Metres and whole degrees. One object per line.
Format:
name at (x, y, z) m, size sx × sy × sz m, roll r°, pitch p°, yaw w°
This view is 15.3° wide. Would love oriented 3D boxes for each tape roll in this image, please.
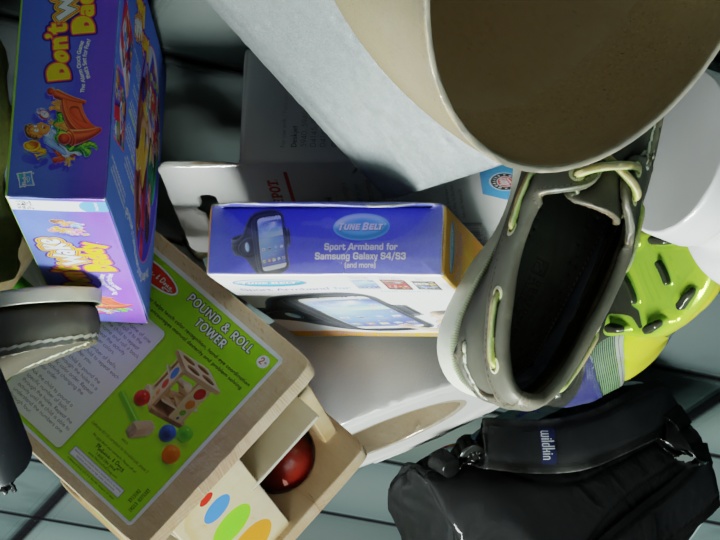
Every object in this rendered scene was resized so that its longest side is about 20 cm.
tape roll at (0.001, 0.065, 1.552) m, size 0.201 × 0.071 × 0.202 m, roll -21°, pitch 169°, yaw -4°

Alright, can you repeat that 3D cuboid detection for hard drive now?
hard drive at (0.007, -0.122, 1.194) m, size 0.139 × 0.033 × 0.200 m, roll -16°, pitch 129°, yaw 39°

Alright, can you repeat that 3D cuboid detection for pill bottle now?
pill bottle at (0.236, -0.034, 1.346) m, size 0.199 × 0.114 × 0.113 m, roll 17°, pitch 153°, yaw -28°

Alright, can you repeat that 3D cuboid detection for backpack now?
backpack at (0.124, 0.146, 1.692) m, size 0.199 × 0.168 × 0.126 m, roll -28°, pitch -170°, yaw -30°

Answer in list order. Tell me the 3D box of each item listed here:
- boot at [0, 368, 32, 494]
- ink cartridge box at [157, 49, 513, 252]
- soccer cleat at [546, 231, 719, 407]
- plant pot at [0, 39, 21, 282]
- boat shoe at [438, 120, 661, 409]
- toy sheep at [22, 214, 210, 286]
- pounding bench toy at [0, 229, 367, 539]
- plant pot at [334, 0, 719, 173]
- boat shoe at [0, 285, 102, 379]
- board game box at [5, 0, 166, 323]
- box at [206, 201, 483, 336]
boot at (-0.255, 0.040, 1.188) m, size 0.199 × 0.077 × 0.169 m, roll -7°, pitch 119°, yaw 1°
ink cartridge box at (0.004, -0.060, 1.370) m, size 0.199 × 0.067 × 0.116 m, roll 0°, pitch 157°, yaw 6°
soccer cleat at (0.162, 0.019, 1.562) m, size 0.083 × 0.065 × 0.200 m, roll -18°, pitch 164°, yaw -32°
plant pot at (-0.261, -0.053, 1.302) m, size 0.183 × 0.201 × 0.201 m, roll -5°, pitch 157°, yaw -10°
boat shoe at (0.103, -0.030, 1.261) m, size 0.072 × 0.203 × 0.060 m, roll 23°, pitch 180°, yaw -26°
toy sheep at (-0.153, 0.026, 1.514) m, size 0.199 × 0.138 × 0.138 m, roll -31°, pitch 145°, yaw 16°
pounding bench toy at (-0.118, 0.063, 1.410) m, size 0.200 × 0.124 × 0.156 m, roll 39°, pitch 170°, yaw 24°
plant pot at (0.052, -0.156, 1.042) m, size 0.134 × 0.201 × 0.200 m, roll 30°, pitch 175°, yaw 38°
boat shoe at (-0.211, 0.054, 1.283) m, size 0.201 × 0.061 × 0.072 m, roll -16°, pitch 167°, yaw 15°
board game box at (-0.126, -0.067, 1.259) m, size 0.044 × 0.135 × 0.200 m, roll 2°, pitch 163°, yaw 2°
box at (0.000, 0.000, 1.348) m, size 0.118 × 0.042 × 0.200 m, roll 0°, pitch 171°, yaw 14°
